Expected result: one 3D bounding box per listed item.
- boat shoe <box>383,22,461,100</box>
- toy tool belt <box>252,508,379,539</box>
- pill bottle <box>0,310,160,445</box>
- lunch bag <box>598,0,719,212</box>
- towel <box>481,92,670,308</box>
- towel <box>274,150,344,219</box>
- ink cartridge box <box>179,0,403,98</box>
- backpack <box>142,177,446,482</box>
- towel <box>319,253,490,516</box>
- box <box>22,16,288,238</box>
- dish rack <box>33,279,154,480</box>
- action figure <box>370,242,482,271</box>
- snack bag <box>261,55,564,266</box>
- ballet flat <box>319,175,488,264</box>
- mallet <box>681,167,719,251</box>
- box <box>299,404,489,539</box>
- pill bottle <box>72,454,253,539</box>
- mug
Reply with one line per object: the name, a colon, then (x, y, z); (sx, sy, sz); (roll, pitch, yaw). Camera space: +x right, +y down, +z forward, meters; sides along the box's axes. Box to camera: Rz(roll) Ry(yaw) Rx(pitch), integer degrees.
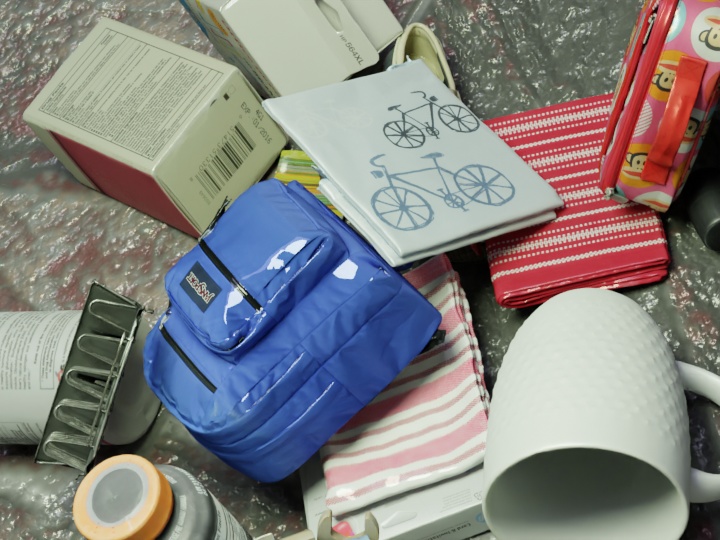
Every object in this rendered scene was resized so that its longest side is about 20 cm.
boat shoe: (0.056, -0.137, 1.858); (0.071, 0.063, 0.201); (6, 36, -11)
toy tool belt: (-0.024, 0.236, 1.564); (0.199, 0.123, 0.125); (-25, 30, -9)
pill bottle: (-0.279, 0.091, 1.849); (0.199, 0.114, 0.114); (-2, 54, 26)
lunch bag: (0.245, -0.148, 1.686); (0.081, 0.201, 0.177); (17, 39, 3)
towel: (0.168, -0.059, 1.777); (0.144, 0.023, 0.201); (-12, 49, 5)
towel: (-0.063, -0.021, 1.889); (0.086, 0.018, 0.201); (2, 56, 30)
ink cartridge box: (-0.065, -0.234, 1.935); (0.125, 0.129, 0.200); (-41, 23, -5)
backpack: (-0.073, 0.043, 1.659); (0.200, 0.168, 0.163); (-48, 39, 3)
towel: (0.024, 0.088, 1.694); (0.146, 0.030, 0.201); (-23, 48, 12)
box: (-0.187, -0.130, 1.970); (0.199, 0.109, 0.128); (24, 70, 42)
dish rack: (-0.204, 0.086, 1.661); (0.054, 0.200, 0.154); (17, 87, -7)
action figure: (0.000, 0.000, 1.795); (0.199, 0.065, 0.052); (-19, 66, 23)
snack bag: (0.037, -0.090, 1.740); (0.188, 0.021, 0.200); (-19, 54, -38)
ballet flat: (0.042, -0.061, 1.838); (0.199, 0.046, 0.067); (27, 67, 34)
mallet: (0.349, -0.083, 1.712); (0.199, 0.041, 0.066); (-27, 44, 0)
box: (0.026, 0.133, 1.705); (0.155, 0.041, 0.201); (-22, 46, 12)
pill bottle: (-0.138, 0.214, 1.615); (0.106, 0.200, 0.107); (-13, 52, 18)
mug: (0.191, 0.111, 1.581); (0.199, 0.148, 0.176); (10, 47, -2)
